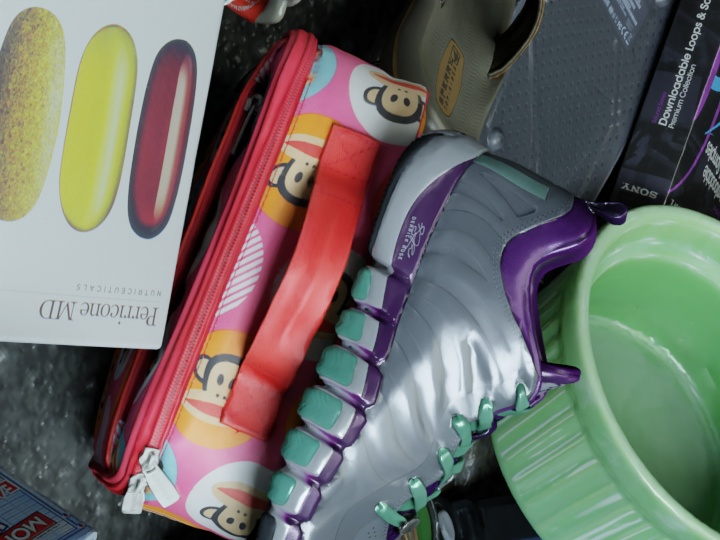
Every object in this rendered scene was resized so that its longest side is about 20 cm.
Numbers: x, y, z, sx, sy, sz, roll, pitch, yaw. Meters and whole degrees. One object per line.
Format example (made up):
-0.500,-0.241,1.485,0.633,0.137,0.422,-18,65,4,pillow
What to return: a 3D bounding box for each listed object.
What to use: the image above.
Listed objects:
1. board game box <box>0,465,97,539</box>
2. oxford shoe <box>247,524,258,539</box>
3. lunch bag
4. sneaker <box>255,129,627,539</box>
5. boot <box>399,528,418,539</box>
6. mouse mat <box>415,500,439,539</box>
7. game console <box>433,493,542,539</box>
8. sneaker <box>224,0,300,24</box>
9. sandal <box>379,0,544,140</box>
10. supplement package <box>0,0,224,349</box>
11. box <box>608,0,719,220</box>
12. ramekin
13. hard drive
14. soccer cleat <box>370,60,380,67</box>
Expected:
-0.165,0.116,0.616,0.062,0.199,0.201,-30,122,-41,board game box
-0.088,0.168,0.831,0.200,0.070,0.075,-32,121,-53,oxford shoe
-0.040,0.008,0.751,0.082,0.176,0.201,23,84,-10,lunch bag
0.027,0.053,0.677,0.074,0.087,0.201,10,101,-77,sneaker
-0.030,0.157,0.771,0.097,0.074,0.201,-32,132,-53,boot
0.008,0.151,0.865,0.007,0.161,0.201,-12,118,-16,mouse mat
0.099,0.194,0.940,0.176,0.116,0.201,42,31,-61,game console
-0.029,-0.154,0.777,0.094,0.070,0.200,-55,180,16,sneaker
0.054,-0.131,0.865,0.082,0.054,0.201,48,38,-30,sandal
-0.127,-0.081,0.673,0.113,0.109,0.201,5,97,-49,supplement package
0.205,-0.110,1.077,0.201,0.036,0.143,-69,157,-3,box
0.161,0.076,0.983,0.199,0.098,0.201,20,52,-28,ramekin
0.104,-0.110,0.988,0.201,0.042,0.135,-60,138,-20,hard drive
0.000,-0.001,0.894,0.083,0.065,0.201,-1,104,-31,soccer cleat
